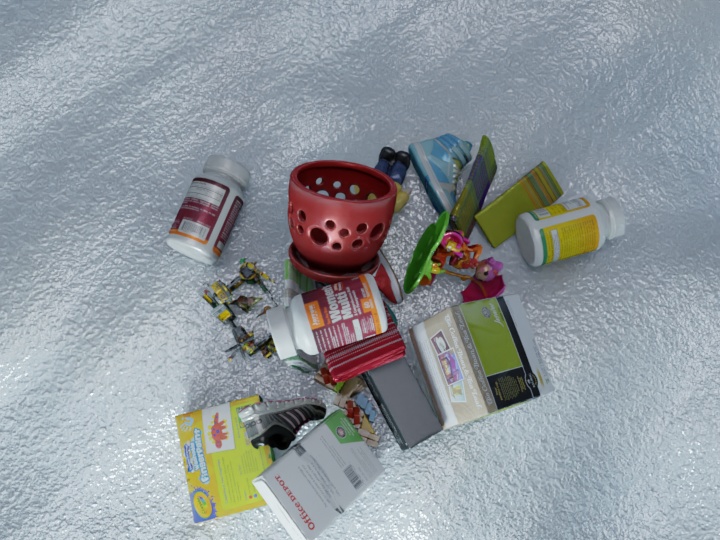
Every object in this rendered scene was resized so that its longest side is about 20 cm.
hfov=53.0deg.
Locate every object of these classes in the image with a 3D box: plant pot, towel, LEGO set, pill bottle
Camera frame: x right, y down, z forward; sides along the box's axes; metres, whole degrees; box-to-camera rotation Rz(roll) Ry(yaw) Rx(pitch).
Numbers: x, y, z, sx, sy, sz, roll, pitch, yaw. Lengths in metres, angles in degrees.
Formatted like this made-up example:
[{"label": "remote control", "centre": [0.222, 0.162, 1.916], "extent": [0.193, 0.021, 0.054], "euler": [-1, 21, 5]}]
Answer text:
[{"label": "plant pot", "centre": [-0.041, -0.089, 1.346], "extent": [0.198, 0.184, 0.201], "euler": [7, 31, -4]}, {"label": "towel", "centre": [-0.010, 0.109, 1.342], "extent": [0.144, 0.023, 0.201], "euler": [-22, 44, -3]}, {"label": "LEGO set", "centre": [-0.224, 0.071, 1.412], "extent": [0.153, 0.116, 0.201], "euler": [-29, 73, -4]}, {"label": "pill bottle", "centre": [0.429, -0.086, 1.474], "extent": [0.198, 0.113, 0.114], "euler": [-16, 76, -5]}, {"label": "towel", "centre": [-0.114, 0.093, 1.401], "extent": [0.030, 0.149, 0.202], "euler": [-5, 75, 10]}, {"label": "pill bottle", "centre": [-0.306, -0.126, 1.473], "extent": [0.113, 0.114, 0.201], "euler": [20, 76, 4]}, {"label": "pill bottle", "centre": [-0.060, 0.084, 1.278], "extent": [0.198, 0.110, 0.110], "euler": [-17, 76, -5]}, {"label": "towel", "centre": [0.333, -0.139, 1.520], "extent": [0.199, 0.018, 0.086], "euler": [-38, 103, -10]}, {"label": "towel", "centre": [0.231, -0.159, 1.478], "extent": [0.023, 0.144, 0.201], "euler": [18, 75, 23]}]

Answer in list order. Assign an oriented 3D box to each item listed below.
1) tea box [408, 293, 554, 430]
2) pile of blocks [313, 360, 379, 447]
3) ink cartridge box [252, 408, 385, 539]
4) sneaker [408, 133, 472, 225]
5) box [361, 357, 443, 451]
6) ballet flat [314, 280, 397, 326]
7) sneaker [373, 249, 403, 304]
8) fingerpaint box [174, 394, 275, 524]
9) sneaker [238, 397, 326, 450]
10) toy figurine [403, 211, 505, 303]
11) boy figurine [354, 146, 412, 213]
[{"label": "tea box", "centre": [0.226, 0.168, 1.353], "extent": [0.195, 0.133, 0.202], "euler": [-6, 71, -39]}, {"label": "pile of blocks", "centre": [-0.015, 0.252, 1.405], "extent": [0.082, 0.062, 0.201], "euler": [-34, 79, -9]}, {"label": "ink cartridge box", "centre": [-0.076, 0.376, 1.318], "extent": [0.199, 0.084, 0.147], "euler": [-35, 86, -31]}, {"label": "sneaker", "centre": [0.196, -0.203, 1.519], "extent": [0.130, 0.080, 0.201], "euler": [-24, 78, -5]}, {"label": "box", "centre": [0.069, 0.234, 1.371], "extent": [0.078, 0.141, 0.201], "euler": [-27, 78, -7]}, {"label": "ballet flat", "centre": [-0.011, 0.064, 1.452], "extent": [0.200, 0.072, 0.072], "euler": [37, 78, 8]}, {"label": "sneaker", "centre": [0.000, 0.000, 1.466], "extent": [0.112, 0.071, 0.201], "euler": [-26, 70, -11]}, {"label": "fingerpaint box", "centre": [-0.248, 0.356, 1.369], "extent": [0.165, 0.073, 0.202], "euler": [-14, 76, -5]}, {"label": "sneaker", "centre": [-0.139, 0.289, 1.346], "extent": [0.073, 0.199, 0.088], "euler": [-26, 69, 36]}, {"label": "toy figurine", "centre": [0.207, -0.007, 1.429], "extent": [0.183, 0.201, 0.151], "euler": [22, 45, -8]}, {"label": "boy figurine", "centre": [0.041, -0.163, 1.488], "extent": [0.123, 0.065, 0.201], "euler": [19, 56, 4]}]
